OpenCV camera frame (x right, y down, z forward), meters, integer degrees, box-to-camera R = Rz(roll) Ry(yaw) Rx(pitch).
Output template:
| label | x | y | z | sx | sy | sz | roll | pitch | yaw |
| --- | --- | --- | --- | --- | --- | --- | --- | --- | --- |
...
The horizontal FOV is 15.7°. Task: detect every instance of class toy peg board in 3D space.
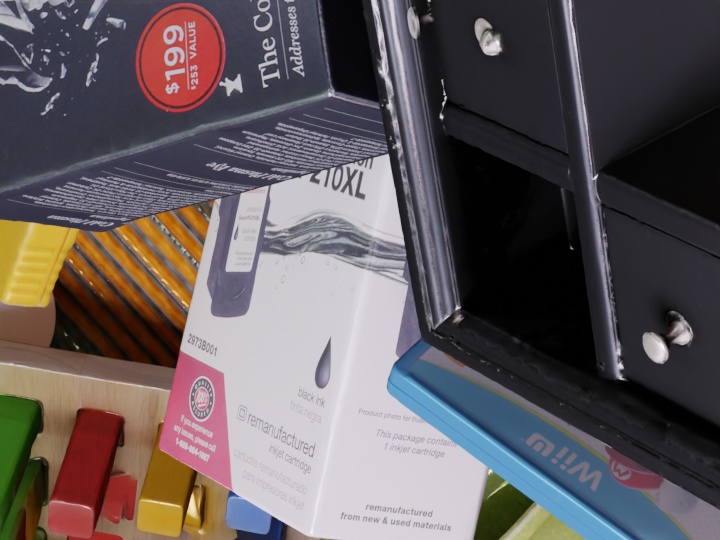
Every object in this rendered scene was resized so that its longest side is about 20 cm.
| label | x | y | z | sx | sy | sz | roll | pitch | yaw |
| --- | --- | --- | --- | --- | --- | --- | --- | --- | --- |
| toy peg board | -0.120 | 0.153 | 1.337 | 0.199 | 0.098 | 0.200 | 10 | 130 | 3 |

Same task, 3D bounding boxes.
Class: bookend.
| label | x | y | z | sx | sy | sz | roll | pitch | yaw |
| --- | --- | --- | --- | --- | --- | --- | --- | --- | --- |
| bookend | 0.100 | -0.043 | 0.862 | 0.200 | 0.092 | 0.199 | 29 | 138 | 47 |

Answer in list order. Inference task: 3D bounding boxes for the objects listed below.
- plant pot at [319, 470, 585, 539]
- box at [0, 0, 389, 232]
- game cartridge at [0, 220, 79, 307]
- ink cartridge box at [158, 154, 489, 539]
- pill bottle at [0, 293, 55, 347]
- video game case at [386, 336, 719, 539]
| label | x | y | z | sx | sy | sz | roll | pitch | yaw |
| --- | --- | --- | --- | --- | --- | --- | --- | --- | --- |
| plant pot | 0.095 | 0.165 | 1.161 | 0.184 | 0.200 | 0.200 | 47 | 140 | -12 |
| box | -0.071 | -0.132 | 0.995 | 0.182 | 0.104 | 0.200 | -15 | 78 | 31 |
| game cartridge | -0.148 | -0.107 | 1.189 | 0.176 | 0.032 | 0.200 | 62 | 139 | 43 |
| ink cartridge box | 0.000 | 0.000 | 1.090 | 0.145 | 0.084 | 0.200 | 21 | 99 | 58 |
| pill bottle | -0.254 | 0.039 | 1.425 | 0.200 | 0.112 | 0.112 | -20 | 105 | 48 |
| video game case | 0.125 | 0.025 | 1.004 | 0.143 | 0.200 | 0.018 | 36 | 143 | 17 |
